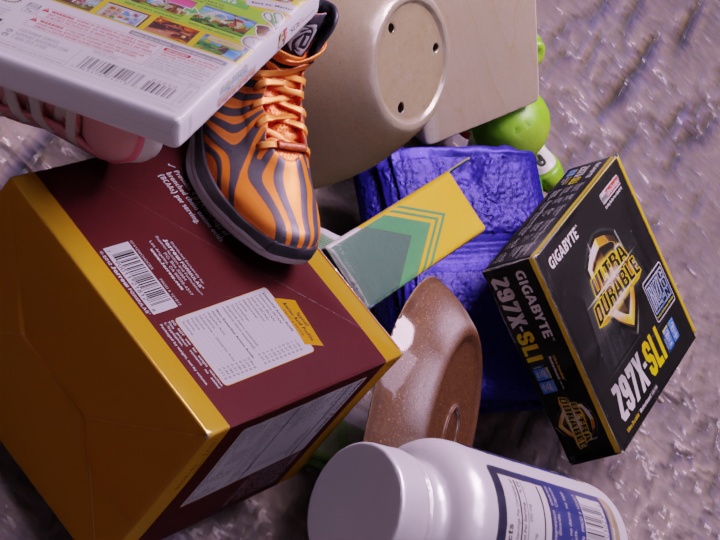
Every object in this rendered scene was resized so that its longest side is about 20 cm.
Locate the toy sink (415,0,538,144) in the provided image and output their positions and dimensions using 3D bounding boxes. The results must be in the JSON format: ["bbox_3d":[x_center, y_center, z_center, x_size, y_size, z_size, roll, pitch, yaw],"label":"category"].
[{"bbox_3d":[0.043,-0.213,1.724,0.111,0.131,0.200,-23,42,-19],"label":"toy sink"}]

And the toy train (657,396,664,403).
[{"bbox_3d":[0.161,0.020,1.799,0.200,0.085,0.116,38,25,-20],"label":"toy train"}]

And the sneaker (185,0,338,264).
[{"bbox_3d":[-0.056,-0.106,1.394,0.077,0.112,0.201,9,44,-39],"label":"sneaker"}]

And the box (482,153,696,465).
[{"bbox_3d":[0.172,0.026,1.663,0.161,0.049,0.200,66,31,-13],"label":"box"}]

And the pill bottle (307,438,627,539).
[{"bbox_3d":[0.065,0.166,1.403,0.199,0.111,0.112,20,47,-42],"label":"pill bottle"}]

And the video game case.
[{"bbox_3d":[-0.150,-0.149,1.317,0.199,0.023,0.182,19,37,17],"label":"video game case"}]

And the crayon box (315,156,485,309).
[{"bbox_3d":[0.000,0.000,1.541,0.052,0.125,0.200,56,37,0],"label":"crayon box"}]

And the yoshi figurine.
[{"bbox_3d":[0.094,-0.142,1.784,0.112,0.113,0.200,11,34,-52],"label":"yoshi figurine"}]

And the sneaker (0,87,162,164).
[{"bbox_3d":[-0.207,-0.112,1.339,0.104,0.076,0.200,-18,40,-39],"label":"sneaker"}]

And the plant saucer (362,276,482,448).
[{"bbox_3d":[0.045,0.106,1.509,0.036,0.202,0.201,12,34,16],"label":"plant saucer"}]

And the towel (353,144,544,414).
[{"bbox_3d":[0.079,0.005,1.661,0.147,0.050,0.202,-5,75,-17],"label":"towel"}]

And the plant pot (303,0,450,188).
[{"bbox_3d":[-0.018,-0.146,1.552,0.200,0.134,0.202,-15,109,-53],"label":"plant pot"}]

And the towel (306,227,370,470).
[{"bbox_3d":[-0.046,0.042,1.581,0.149,0.031,0.201,25,44,-32],"label":"towel"}]

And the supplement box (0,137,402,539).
[{"bbox_3d":[-0.122,0.040,1.384,0.198,0.133,0.200,51,34,15],"label":"supplement box"}]
